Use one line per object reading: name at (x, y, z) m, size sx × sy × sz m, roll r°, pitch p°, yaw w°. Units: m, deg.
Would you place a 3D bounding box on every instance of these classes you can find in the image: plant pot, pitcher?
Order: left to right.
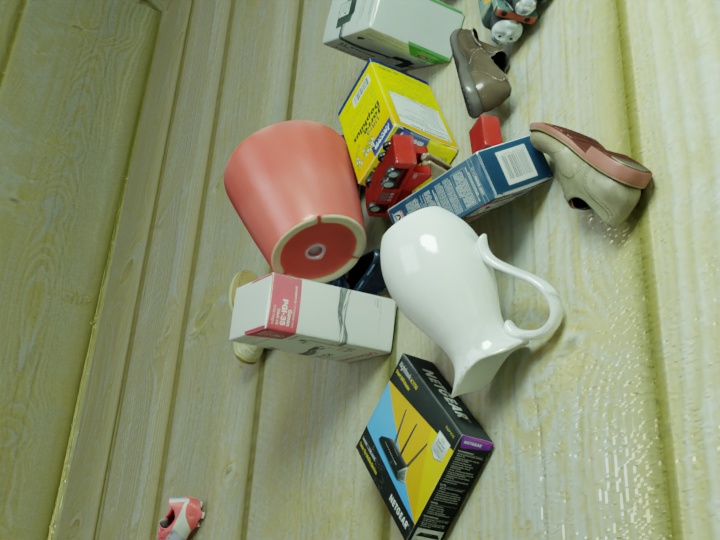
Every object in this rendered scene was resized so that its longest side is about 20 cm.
plant pot at (-0.084, -0.088, 1.389) m, size 0.201 × 0.200 × 0.178 m, roll -55°, pitch 41°, yaw 34°
pitcher at (0.122, 0.017, 1.078) m, size 0.171 × 0.121 × 0.200 m, roll -38°, pitch 70°, yaw 28°

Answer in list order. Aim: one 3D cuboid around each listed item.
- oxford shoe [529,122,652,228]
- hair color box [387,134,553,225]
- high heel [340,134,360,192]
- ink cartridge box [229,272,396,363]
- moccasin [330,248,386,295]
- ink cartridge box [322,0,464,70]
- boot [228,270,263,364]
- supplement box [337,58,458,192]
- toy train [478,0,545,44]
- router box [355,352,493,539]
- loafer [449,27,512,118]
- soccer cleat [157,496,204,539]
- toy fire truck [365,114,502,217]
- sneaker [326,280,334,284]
oxford shoe at (0.229, -0.107, 1.028) m, size 0.200 × 0.070 × 0.075 m, roll -125°, pitch 51°, yaw -61°
hair color box at (0.131, -0.093, 1.173) m, size 0.200 × 0.100 × 0.061 m, roll -29°, pitch 82°, yaw 56°
high heel at (-0.035, -0.152, 1.574) m, size 0.200 × 0.096 × 0.068 m, roll -40°, pitch 40°, yaw 50°
ink cartridge box at (-0.068, 0.072, 1.374) m, size 0.146 × 0.200 × 0.083 m, roll -22°, pitch 58°, yaw 60°
moccasin at (0.000, 0.000, 1.434) m, size 0.200 × 0.068 × 0.081 m, roll -36°, pitch 43°, yaw 53°
ink cartridge box at (0.046, -0.380, 1.498) m, size 0.200 × 0.146 × 0.083 m, roll 15°, pitch 89°, yaw 66°
boot at (-0.186, 0.054, 1.782) m, size 0.155 × 0.073 × 0.200 m, roll -49°, pitch 35°, yaw 42°
supplement box at (0.051, -0.207, 1.415) m, size 0.110 × 0.109 × 0.200 m, roll -57°, pitch 29°, yaw 30°
toy train at (0.196, -0.395, 1.279) m, size 0.114 × 0.085 × 0.200 m, roll 117°, pitch 154°, yaw -50°
router box at (0.072, 0.213, 1.162) m, size 0.149 × 0.051 × 0.200 m, roll -65°, pitch 25°, yaw 13°
loafer at (0.166, -0.269, 1.285) m, size 0.200 × 0.071 × 0.073 m, roll -94°, pitch -13°, yaw -50°
soccer cleat at (-0.369, 0.521, 1.855) m, size 0.200 × 0.076 × 0.067 m, roll -63°, pitch 26°, yaw 19°
toy fire truck at (0.094, -0.134, 1.278) m, size 0.200 × 0.141 × 0.049 m, roll 119°, pitch 150°, yaw -59°
sneaker at (-0.074, -0.011, 1.563) m, size 0.085 × 0.073 × 0.200 m, roll -50°, pitch 50°, yaw 20°
